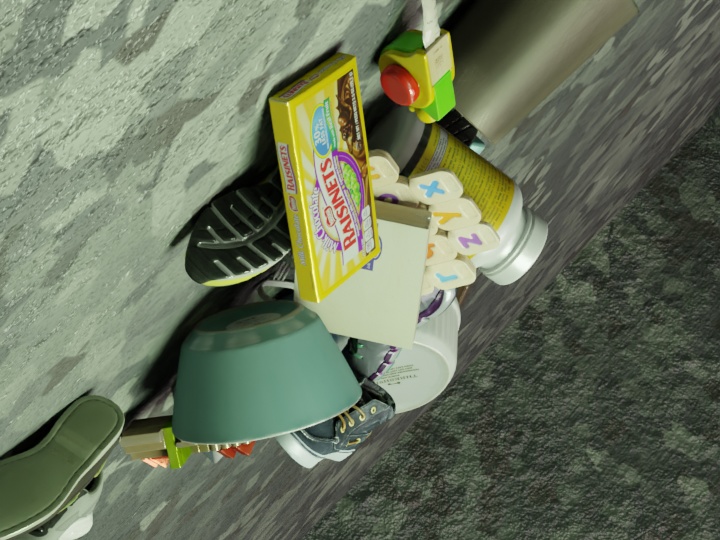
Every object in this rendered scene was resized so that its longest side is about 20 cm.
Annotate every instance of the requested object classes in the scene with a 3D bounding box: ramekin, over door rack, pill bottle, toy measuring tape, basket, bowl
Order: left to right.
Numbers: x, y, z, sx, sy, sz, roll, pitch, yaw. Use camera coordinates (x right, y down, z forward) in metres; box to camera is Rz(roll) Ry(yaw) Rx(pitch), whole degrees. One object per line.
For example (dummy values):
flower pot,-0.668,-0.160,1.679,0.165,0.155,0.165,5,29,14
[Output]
bowl,-0.106,0.096,1.704,0.200,0.105,0.201,-12,-169,2
over door rack,0.005,-0.013,1.807,0.200,0.067,0.148,-3,143,-33
ramekin,0.026,0.092,2.006,0.202,0.202,0.094,120,-27,-45
toy measuring tape,0.046,-0.214,1.536,0.074,0.074,0.200,-44,145,-24
pill bottle,0.093,-0.072,1.724,0.112,0.200,0.113,-46,-158,25
basket,0.166,-0.238,1.698,0.200,0.136,0.180,-46,168,8

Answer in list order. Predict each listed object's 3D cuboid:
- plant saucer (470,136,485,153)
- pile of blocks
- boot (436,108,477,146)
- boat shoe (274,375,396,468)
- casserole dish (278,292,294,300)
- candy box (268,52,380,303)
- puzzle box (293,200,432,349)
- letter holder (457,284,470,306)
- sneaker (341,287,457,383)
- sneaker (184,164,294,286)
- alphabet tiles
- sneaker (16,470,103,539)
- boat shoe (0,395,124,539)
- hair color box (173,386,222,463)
plant saucer,0.063,-0.091,1.966,0.200,0.070,0.019,-51,142,12
pile of blocks,-0.154,0.178,1.768,0.200,0.062,0.082,-14,-168,-12
boot,0.058,-0.114,1.883,0.200,0.068,0.131,-42,174,15
boat shoe,-0.029,0.153,1.765,0.091,0.071,0.200,-42,166,10
casserole dish,-0.082,0.107,1.899,0.200,0.039,0.121,-89,-176,-55
candy box,-0.029,-0.081,1.471,0.102,0.026,0.200,-38,132,-40
puzzle box,0.000,0.000,1.698,0.200,0.133,0.025,97,8,-51
letter holder,0.032,0.049,2.104,0.101,0.142,0.200,-37,164,-47
sneaker,0.014,0.051,1.816,0.087,0.074,0.200,21,122,-36
sneaker,-0.086,-0.041,1.521,0.200,0.078,0.090,-40,172,-33
alphabet tiles,0.031,-0.044,1.673,0.195,0.200,0.015,-15,-136,29
sneaker,-0.311,0.233,1.617,0.079,0.074,0.200,-62,172,17
boat shoe,-0.292,0.195,1.527,0.201,0.072,0.061,-42,164,-42
hair color box,-0.157,0.147,1.919,0.099,0.061,0.200,-46,169,-17
